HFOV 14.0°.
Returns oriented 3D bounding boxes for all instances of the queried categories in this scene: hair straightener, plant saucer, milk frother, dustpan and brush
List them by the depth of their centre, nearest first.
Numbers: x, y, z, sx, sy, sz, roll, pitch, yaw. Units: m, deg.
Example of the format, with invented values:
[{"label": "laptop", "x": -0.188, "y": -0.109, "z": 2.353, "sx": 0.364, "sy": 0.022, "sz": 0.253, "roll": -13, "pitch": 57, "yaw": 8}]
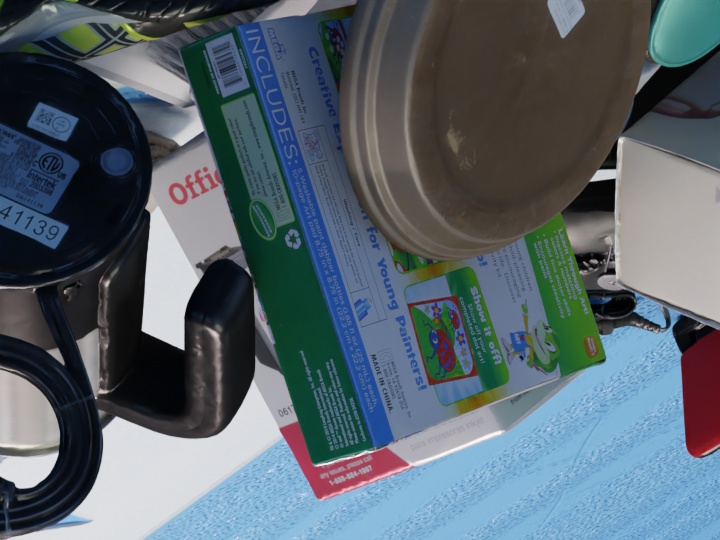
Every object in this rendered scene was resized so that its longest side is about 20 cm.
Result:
[{"label": "plant saucer", "x": 0.068, "y": -0.097, "z": 1.320, "sx": 0.200, "sy": 0.029, "sz": 0.201, "roll": -23, "pitch": 124, "yaw": -41}, {"label": "milk frother", "x": -0.161, "y": 0.042, "z": 1.325, "sx": 0.200, "sy": 0.180, "sz": 0.188, "roll": -44, "pitch": 164, "yaw": -23}, {"label": "dustpan and brush", "x": -0.033, "y": -0.132, "z": 1.399, "sx": 0.200, "sy": 0.057, "sz": 0.140, "roll": -40, "pitch": 155, "yaw": 17}, {"label": "hair straightener", "x": 0.137, "y": 0.032, "z": 1.932, "sx": 0.200, "sy": 0.041, "sz": 0.077, "roll": -2, "pitch": 151, "yaw": -38}]

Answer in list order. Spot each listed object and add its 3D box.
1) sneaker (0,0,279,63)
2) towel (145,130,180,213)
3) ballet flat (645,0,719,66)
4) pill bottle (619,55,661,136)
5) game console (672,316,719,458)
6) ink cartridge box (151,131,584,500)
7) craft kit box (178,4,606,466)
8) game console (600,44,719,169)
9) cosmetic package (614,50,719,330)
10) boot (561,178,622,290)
[{"label": "sneaker", "x": -0.125, "y": -0.131, "z": 1.331, "sx": 0.199, "sy": 0.076, "sz": 0.076, "roll": -8, "pitch": 163, "yaw": -3}, {"label": "towel", "x": -0.186, "y": -0.016, "z": 1.504, "sx": 0.133, "sy": 0.035, "sz": 0.200, "roll": -46, "pitch": 160, "yaw": 27}, {"label": "ballet flat", "x": 0.193, "y": -0.190, "z": 1.418, "sx": 0.068, "sy": 0.075, "sz": 0.200, "roll": 13, "pitch": 128, "yaw": -35}, {"label": "pill bottle", "x": 0.072, "y": -0.084, "z": 1.529, "sx": 0.114, "sy": 0.114, "sz": 0.200, "roll": -5, "pitch": 153, "yaw": -32}, {"label": "game console", "x": 0.325, "y": 0.042, "z": 2.017, "sx": 0.200, "sy": 0.119, "sz": 0.172, "roll": -34, "pitch": 153, "yaw": 30}, {"label": "ink cartridge box", "x": 0.000, "y": 0.000, "z": 1.496, "sx": 0.147, "sy": 0.200, "sz": 0.086, "roll": -24, "pitch": -172, "yaw": 44}, {"label": "craft kit box", "x": 0.020, "y": -0.028, "z": 1.370, "sx": 0.048, "sy": 0.200, "sz": 0.197, "roll": -18, "pitch": 178, "yaw": 41}, {"label": "game console", "x": 0.177, "y": -0.117, "z": 1.670, "sx": 0.200, "sy": 0.117, "sz": 0.176, "roll": -3, "pitch": -179, "yaw": -35}, {"label": "cosmetic package", "x": 0.224, "y": -0.065, "z": 1.558, "sx": 0.200, "sy": 0.087, "sz": 0.104, "roll": -39, "pitch": 140, "yaw": -41}, {"label": "boot", "x": 0.127, "y": -0.003, "z": 1.756, "sx": 0.199, "sy": 0.066, "sz": 0.165, "roll": -6, "pitch": 156, "yaw": 3}]
